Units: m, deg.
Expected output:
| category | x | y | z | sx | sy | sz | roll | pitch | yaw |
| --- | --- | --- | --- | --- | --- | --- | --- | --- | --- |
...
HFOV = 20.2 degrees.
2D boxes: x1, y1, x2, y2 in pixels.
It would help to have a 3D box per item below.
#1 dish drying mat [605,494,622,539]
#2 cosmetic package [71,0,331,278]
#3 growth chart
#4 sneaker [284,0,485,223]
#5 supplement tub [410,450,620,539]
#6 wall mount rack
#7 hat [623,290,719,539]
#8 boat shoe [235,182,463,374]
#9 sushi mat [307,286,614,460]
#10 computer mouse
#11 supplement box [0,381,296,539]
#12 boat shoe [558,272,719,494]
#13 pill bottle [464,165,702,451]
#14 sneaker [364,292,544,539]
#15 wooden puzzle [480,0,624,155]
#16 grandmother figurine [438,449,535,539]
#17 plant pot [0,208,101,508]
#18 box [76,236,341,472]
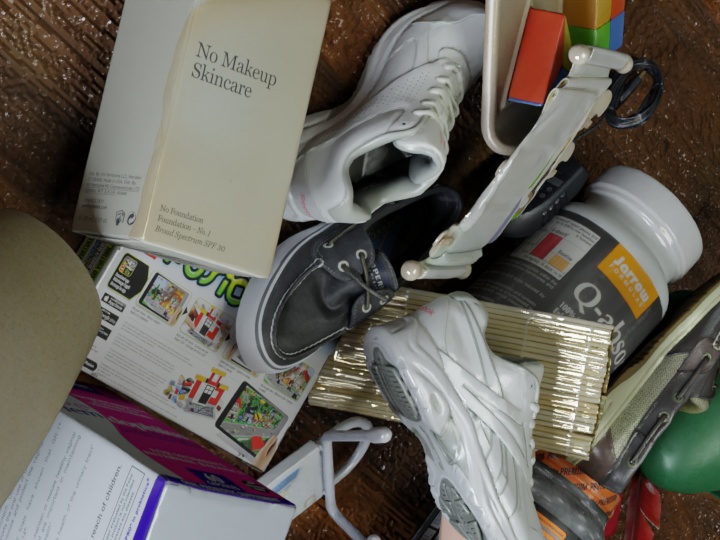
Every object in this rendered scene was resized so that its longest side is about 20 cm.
| category | x | y | z | sx | sy | sz | roll | pitch | yaw |
| --- | --- | --- | --- | --- | --- | --- | --- | --- | --- |
| dish drying mat | 0.183 | 0.121 | 1.575 | 0.077 | 0.018 | 0.201 | -16 | 116 | -41 |
| cosmetic package | -0.089 | -0.105 | 1.181 | 0.103 | 0.073 | 0.201 | 16 | 85 | -43 |
| growth chart | 0.107 | -0.068 | 1.317 | 0.200 | 0.018 | 0.145 | -53 | 165 | 6 |
| sneaker | 0.035 | -0.094 | 1.301 | 0.200 | 0.099 | 0.078 | -47 | 131 | -17 |
| supplement tub | 0.094 | 0.219 | 1.463 | 0.200 | 0.122 | 0.123 | -52 | 132 | -12 |
| wall mount rack | -0.048 | 0.163 | 1.322 | 0.200 | 0.075 | 0.174 | -36 | 151 | -23 |
| hat | 0.207 | 0.131 | 1.484 | 0.176 | 0.200 | 0.166 | -19 | 149 | -29 |
| boat shoe | 0.000 | 0.000 | 1.298 | 0.200 | 0.066 | 0.070 | -38 | 116 | -42 |
| sushi mat | 0.066 | 0.064 | 1.349 | 0.012 | 0.199 | 0.096 | -41 | 140 | -73 |
| computer mouse | 0.153 | -0.086 | 1.446 | 0.200 | 0.059 | 0.034 | -40 | 147 | -27 |
| supplement box | -0.146 | 0.138 | 1.167 | 0.101 | 0.200 | 0.104 | 17 | 94 | -44 |
| boat shoe | 0.222 | 0.077 | 1.443 | 0.065 | 0.073 | 0.200 | 45 | 75 | 1 |
| pill bottle | 0.145 | 0.024 | 1.435 | 0.200 | 0.116 | 0.117 | -44 | 130 | -19 |
| sneaker | 0.087 | 0.103 | 1.298 | 0.099 | 0.078 | 0.201 | -32 | 110 | -19 |
| wooden puzzle | 0.136 | -0.196 | 1.344 | 0.185 | 0.046 | 0.201 | -37 | 130 | -53 |
| grandmother figurine | 0.070 | 0.217 | 1.369 | 0.060 | 0.121 | 0.201 | 32 | 57 | -42 |
| plant pot | -0.237 | 0.059 | 1.088 | 0.200 | 0.187 | 0.188 | -44 | 131 | -37 |
| box | -0.106 | 0.041 | 1.277 | 0.200 | 0.035 | 0.110 | 36 | 82 | -43 |
